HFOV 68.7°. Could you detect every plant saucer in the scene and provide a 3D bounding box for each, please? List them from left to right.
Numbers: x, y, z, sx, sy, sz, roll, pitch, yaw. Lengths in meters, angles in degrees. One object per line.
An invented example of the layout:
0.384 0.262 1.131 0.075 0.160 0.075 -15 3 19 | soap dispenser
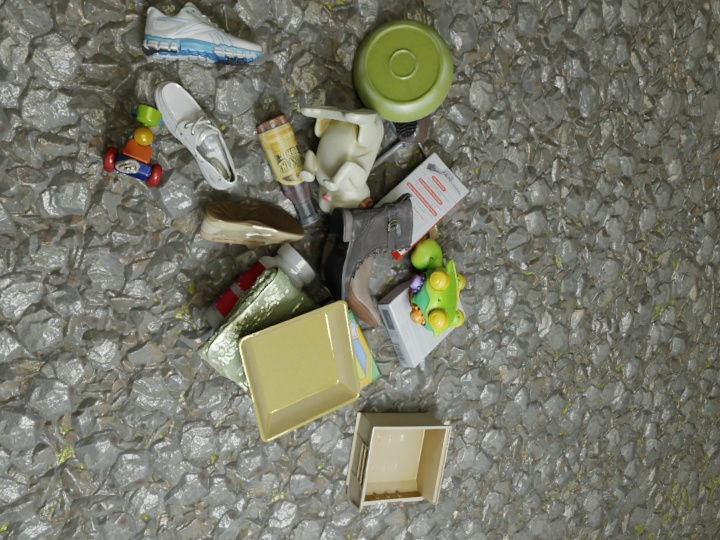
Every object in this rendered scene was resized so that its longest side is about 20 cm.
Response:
-0.105 0.165 0.913 0.196 0.048 0.205 -19 113 -25 | plant saucer
0.081 -0.389 1.007 0.194 0.031 0.206 0 87 3 | plant saucer

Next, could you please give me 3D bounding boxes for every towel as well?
-0.168 0.105 0.908 0.201 0.036 0.149 -49 129 -8 | towel

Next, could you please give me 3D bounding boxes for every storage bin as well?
0.081 0.424 1.170 0.196 0.093 0.204 7 96 -26 | storage bin

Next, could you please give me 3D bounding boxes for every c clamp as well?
0.038 -0.250 1.067 0.198 0.027 0.173 -35 112 -16 | c clamp

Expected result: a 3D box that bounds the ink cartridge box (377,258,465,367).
0.140 0.091 1.176 0.199 0.056 0.165 -38 114 -36 | ink cartridge box

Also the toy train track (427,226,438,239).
0.116 -0.101 1.126 0.197 0.032 0.117 -27 109 -17 | toy train track

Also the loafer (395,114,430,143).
0.115 -0.351 1.065 0.070 0.072 0.205 16 84 -56 | loafer

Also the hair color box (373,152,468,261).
0.113 -0.131 1.082 0.199 0.064 0.111 -42 85 -11 | hair color box

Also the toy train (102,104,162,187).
-0.337 -0.200 0.809 0.083 0.199 0.118 18 87 -26 | toy train

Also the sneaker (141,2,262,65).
-0.261 -0.398 0.880 0.195 0.075 0.089 -2 94 -25 | sneaker

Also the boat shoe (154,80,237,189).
-0.271 -0.233 0.899 0.071 0.069 0.202 -44 116 -23 | boat shoe

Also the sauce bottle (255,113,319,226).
-0.129 -0.184 0.981 0.065 0.066 0.203 -29 110 -17 | sauce bottle

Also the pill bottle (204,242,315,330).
-0.180 0.049 0.972 0.200 0.112 0.113 -45 114 -11 | pill bottle

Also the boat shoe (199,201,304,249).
-0.198 -0.078 0.974 0.196 0.072 0.065 8 131 -34 | boat shoe

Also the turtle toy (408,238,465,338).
0.151 0.036 1.090 0.145 0.099 0.206 7 83 -61 | turtle toy

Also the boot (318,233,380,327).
0.000 0.000 1.065 0.200 0.069 0.148 45 60 -33 | boot

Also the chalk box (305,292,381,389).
-0.067 0.140 1.035 0.122 0.124 0.203 -31 110 -16 | chalk box

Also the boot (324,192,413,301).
0.026 -0.039 0.978 0.171 0.069 0.205 -8 119 -32 | boot

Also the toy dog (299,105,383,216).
-0.032 -0.194 0.975 0.193 0.137 0.205 -31 131 -60 | toy dog
